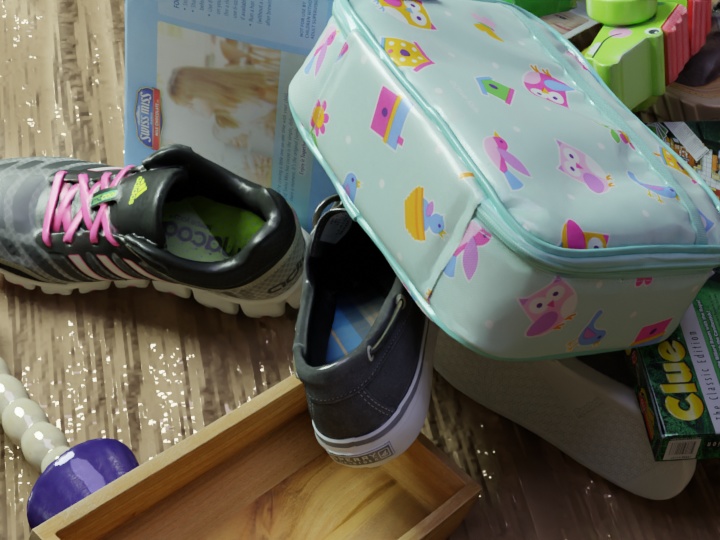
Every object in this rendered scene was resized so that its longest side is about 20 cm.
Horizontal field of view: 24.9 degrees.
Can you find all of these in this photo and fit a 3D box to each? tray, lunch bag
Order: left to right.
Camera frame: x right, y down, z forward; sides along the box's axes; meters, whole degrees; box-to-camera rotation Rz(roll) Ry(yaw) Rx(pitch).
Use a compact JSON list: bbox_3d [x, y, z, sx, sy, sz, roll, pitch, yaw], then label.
[{"bbox_3d":[-0.041,0.112,0.694,0.098,0.037,0.199,40,36,17],"label":"tray"},{"bbox_3d":[0.069,-0.053,0.751,0.159,0.077,0.201,-3,46,-38],"label":"lunch bag"}]

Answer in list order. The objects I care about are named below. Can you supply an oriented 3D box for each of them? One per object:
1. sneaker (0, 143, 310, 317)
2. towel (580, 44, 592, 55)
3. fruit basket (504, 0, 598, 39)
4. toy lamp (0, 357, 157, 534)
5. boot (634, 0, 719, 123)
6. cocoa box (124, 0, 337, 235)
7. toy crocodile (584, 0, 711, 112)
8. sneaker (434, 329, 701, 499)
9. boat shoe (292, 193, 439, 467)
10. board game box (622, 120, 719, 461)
[{"bbox_3d":[-0.117,-0.029,0.834,0.197,0.088,0.075,11,67,2],"label":"sneaker"},{"bbox_3d":[0.128,-0.125,0.990,0.018,0.086,0.200,51,52,2],"label":"towel"},{"bbox_3d":[0.095,-0.209,1.073,0.184,0.095,0.200,24,38,23],"label":"fruit basket"},{"bbox_3d":[-0.158,0.067,0.757,0.058,0.059,0.200,-26,51,-31],"label":"toy lamp"},{"bbox_3d":[0.195,-0.115,1.017,0.197,0.073,0.167,-8,25,3],"label":"boot"},{"bbox_3d":[-0.048,-0.128,0.881,0.132,0.201,0.132,14,42,7],"label":"cocoa box"},{"bbox_3d":[0.167,-0.138,0.908,0.061,0.068,0.200,7,29,23],"label":"toy crocodile"},{"bbox_3d":[0.106,0.029,0.831,0.199,0.071,0.099,35,45,23],"label":"sneaker"},{"bbox_3d":[0.000,0.000,0.758,0.069,0.067,0.201,-12,37,20],"label":"boat shoe"},{"bbox_3d":[0.171,0.003,0.798,0.103,0.024,0.202,0,49,-9],"label":"board game box"}]
